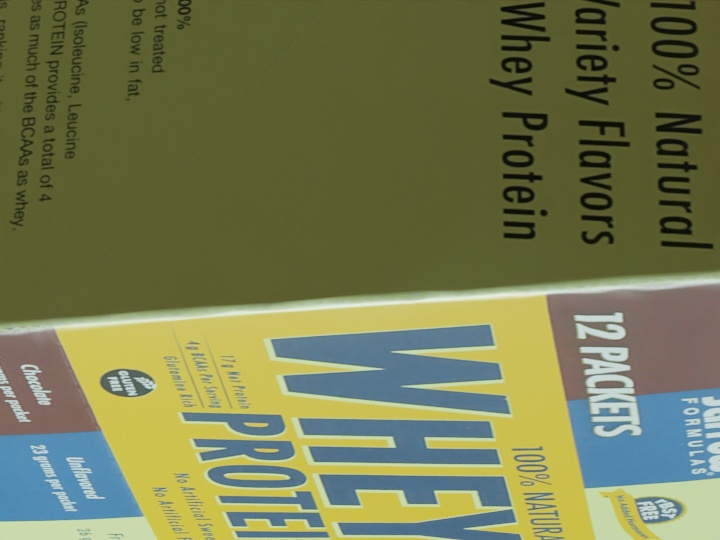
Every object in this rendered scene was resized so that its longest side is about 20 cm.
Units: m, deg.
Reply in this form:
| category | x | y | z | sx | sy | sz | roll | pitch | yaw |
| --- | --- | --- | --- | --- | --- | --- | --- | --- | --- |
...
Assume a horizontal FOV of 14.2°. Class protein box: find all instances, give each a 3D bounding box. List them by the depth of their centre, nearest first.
| category | x | y | z | sx | sy | sz | roll | pitch | yaw |
| --- | --- | --- | --- | --- | --- | --- | --- | --- | --- |
| protein box | -0.005 | -0.042 | 0.709 | 0.199 | 0.199 | 0.135 | -4 | 149 | 8 |
